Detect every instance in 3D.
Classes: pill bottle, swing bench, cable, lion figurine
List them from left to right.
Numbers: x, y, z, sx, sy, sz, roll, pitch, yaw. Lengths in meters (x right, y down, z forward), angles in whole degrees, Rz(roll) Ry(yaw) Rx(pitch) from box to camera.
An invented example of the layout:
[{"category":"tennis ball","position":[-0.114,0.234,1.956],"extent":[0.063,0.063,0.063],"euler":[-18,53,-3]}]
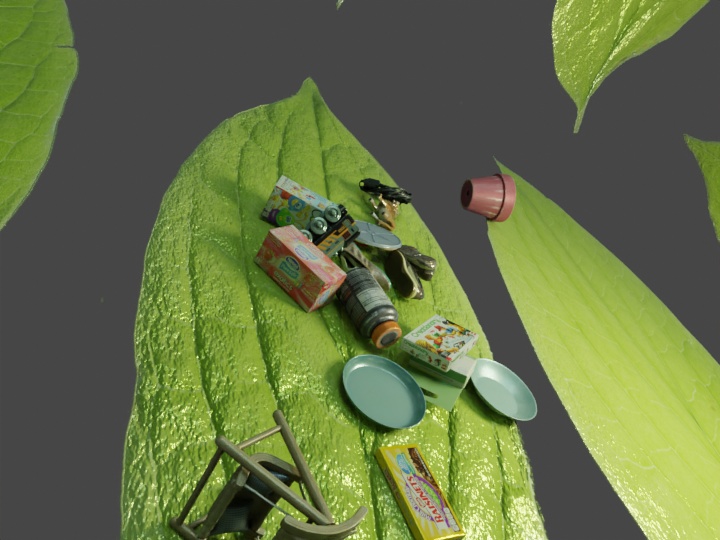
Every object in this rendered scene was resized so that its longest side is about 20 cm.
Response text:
[{"category":"swing bench","position":[-0.130,0.343,0.850],"extent":[0.200,0.199,0.129],"euler":[44,30,22]},{"category":"pill bottle","position":[0.023,0.095,1.497],"extent":[0.106,0.106,0.200],"euler":[6,38,-40]},{"category":"lion figurine","position":[0.085,-0.177,2.033],"extent":[0.123,0.072,0.201],"euler":[48,29,-33]},{"category":"cable","position":[0.098,-0.261,2.134],"extent":[0.199,0.051,0.163],"euler":[17,-8,37]}]

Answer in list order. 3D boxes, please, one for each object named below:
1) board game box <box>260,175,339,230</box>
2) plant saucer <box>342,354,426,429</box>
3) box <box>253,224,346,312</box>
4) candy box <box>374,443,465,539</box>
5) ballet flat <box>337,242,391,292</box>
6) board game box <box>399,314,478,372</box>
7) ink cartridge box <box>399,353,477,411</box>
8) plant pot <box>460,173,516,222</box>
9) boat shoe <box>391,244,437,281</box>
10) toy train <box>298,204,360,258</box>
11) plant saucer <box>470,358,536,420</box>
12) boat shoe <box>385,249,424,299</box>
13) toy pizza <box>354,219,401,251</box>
[{"category":"board game box","position":[-0.160,-0.162,1.718],"extent":[0.199,0.103,0.105],"euler":[28,23,-7]},{"category":"plant saucer","position":[0.048,0.264,1.326],"extent":[0.199,0.027,0.201],"euler":[21,32,-14]},{"category":"box","position":[-0.146,-0.008,1.493],"extent":[0.200,0.103,0.095],"euler":[43,30,17]},{"category":"candy box","position":[0.109,0.417,1.155],"extent":[0.102,0.026,0.200],"euler":[5,38,-35]},{"category":"ballet flat","position":[0.000,0.000,1.685],"extent":[0.067,0.068,0.200],"euler":[-21,50,-33]},{"category":"board game box","position":[0.196,0.173,1.505],"extent":[0.126,0.035,0.200],"euler":[25,24,23]},{"category":"ink cartridge box","position":[0.181,0.238,1.457],"extent":[0.145,0.048,0.200],"euler":[23,24,16]},{"category":"plant pot","position":[0.522,-0.309,2.572],"extent":[0.178,0.201,0.200],"euler":[4,36,-15]},{"category":"boat shoe","position":[0.150,-0.023,1.850],"extent":[0.074,0.074,0.200],"euler":[-3,22,-29]},{"category":"toy train","position":[-0.094,-0.085,1.606],"extent":[0.200,0.085,0.114],"euler":[-42,94,-21]},{"category":"plant saucer","position":[0.351,0.309,1.557],"extent":[0.200,0.039,0.201],"euler":[24,28,-14]},{"category":"boat shoe","position":[0.127,0.019,1.771],"extent":[0.065,0.073,0.200],"euler":[30,26,-34]},{"category":"toy pizza","position":[0.028,-0.101,1.861],"extent":[0.199,0.032,0.200],"euler":[17,19,-6]}]
